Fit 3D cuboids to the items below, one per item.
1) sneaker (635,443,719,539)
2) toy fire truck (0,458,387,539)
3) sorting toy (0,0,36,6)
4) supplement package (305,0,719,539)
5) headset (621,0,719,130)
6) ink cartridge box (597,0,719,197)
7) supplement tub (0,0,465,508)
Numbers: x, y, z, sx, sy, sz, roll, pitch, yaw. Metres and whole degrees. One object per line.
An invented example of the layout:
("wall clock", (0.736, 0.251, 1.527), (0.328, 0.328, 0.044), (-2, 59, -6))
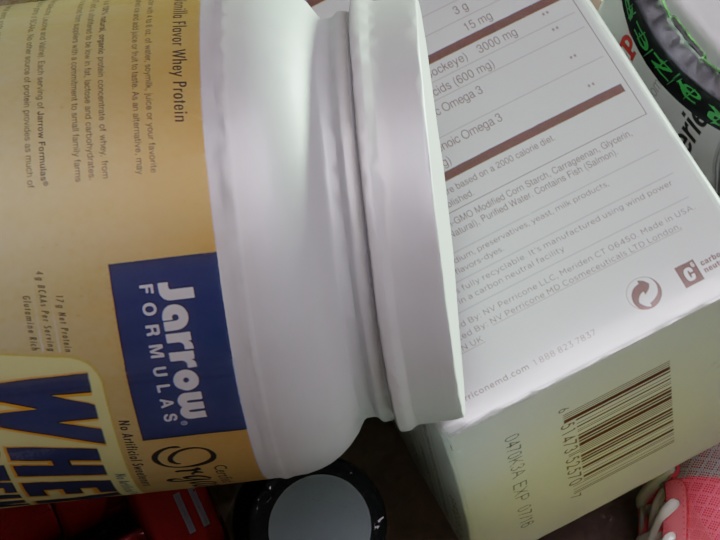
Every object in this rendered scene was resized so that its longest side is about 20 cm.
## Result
("sneaker", (0.124, 0.113, 0.981), (0.087, 0.074, 0.200), (-17, 68, -17))
("toy fire truck", (-0.085, 0.120, 0.884), (0.200, 0.129, 0.176), (-26, 98, -14))
("sorting toy", (-0.100, -0.127, 0.902), (0.036, 0.200, 0.185), (49, 45, -19))
("supplement package", (0.038, -0.026, 0.928), (0.117, 0.117, 0.200), (-27, 62, -5))
("headset", (0.182, -0.120, 0.962), (0.200, 0.094, 0.124), (-34, 77, -9))
("ink cartridge box", (0.169, -0.031, 1.023), (0.084, 0.146, 0.200), (-32, 72, -23))
("supplement tub", (-0.074, -0.007, 0.793), (0.200, 0.144, 0.145), (-7, 63, 4))
